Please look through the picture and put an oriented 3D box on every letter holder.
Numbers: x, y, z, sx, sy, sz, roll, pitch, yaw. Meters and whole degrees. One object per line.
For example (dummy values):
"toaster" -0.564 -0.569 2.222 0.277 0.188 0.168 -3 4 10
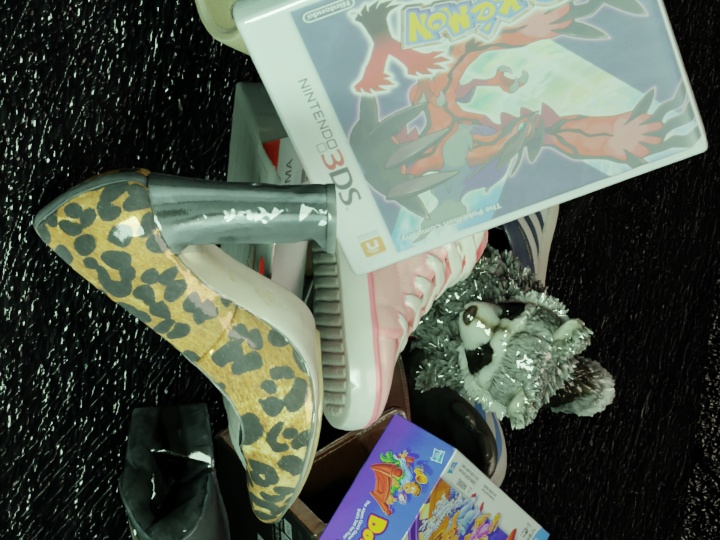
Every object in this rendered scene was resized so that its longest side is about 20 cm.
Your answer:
"letter holder" 0.001 0.161 1.629 0.142 0.101 0.201 -30 141 -25

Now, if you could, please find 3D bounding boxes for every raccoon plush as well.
"raccoon plush" 0.122 0.053 1.601 0.199 0.134 0.097 12 102 -38

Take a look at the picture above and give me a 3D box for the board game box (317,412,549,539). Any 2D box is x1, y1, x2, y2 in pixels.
"board game box" 0.033 0.176 1.535 0.135 0.045 0.200 -58 154 -6

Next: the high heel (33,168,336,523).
"high heel" -0.088 0.039 1.287 0.072 0.141 0.201 -97 -170 -57

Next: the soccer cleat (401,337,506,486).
"soccer cleat" 0.036 0.063 1.739 0.201 0.069 0.086 65 7 14

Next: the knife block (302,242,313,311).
"knife block" 0.000 0.000 1.687 0.200 0.064 0.176 -61 165 -46

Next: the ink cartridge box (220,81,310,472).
"ink cartridge box" -0.044 0.000 1.425 0.200 0.047 0.161 -116 -148 -70

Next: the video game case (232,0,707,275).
"video game case" 0.059 -0.096 1.329 0.023 0.199 0.183 -103 171 -48

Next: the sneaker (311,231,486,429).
"sneaker" 0.026 0.002 1.494 0.076 0.104 0.201 112 -20 -48

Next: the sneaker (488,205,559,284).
"sneaker" 0.080 -0.035 1.715 0.085 0.074 0.201 50 32 -45

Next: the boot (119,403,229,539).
"boot" -0.083 0.192 1.422 0.201 0.065 0.166 89 -14 -47

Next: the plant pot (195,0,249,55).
"plant pot" 0.019 -0.164 1.380 0.187 0.199 0.189 2 -88 63

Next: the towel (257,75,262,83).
"towel" -0.019 -0.154 1.604 0.200 0.022 0.148 -38 138 -68
